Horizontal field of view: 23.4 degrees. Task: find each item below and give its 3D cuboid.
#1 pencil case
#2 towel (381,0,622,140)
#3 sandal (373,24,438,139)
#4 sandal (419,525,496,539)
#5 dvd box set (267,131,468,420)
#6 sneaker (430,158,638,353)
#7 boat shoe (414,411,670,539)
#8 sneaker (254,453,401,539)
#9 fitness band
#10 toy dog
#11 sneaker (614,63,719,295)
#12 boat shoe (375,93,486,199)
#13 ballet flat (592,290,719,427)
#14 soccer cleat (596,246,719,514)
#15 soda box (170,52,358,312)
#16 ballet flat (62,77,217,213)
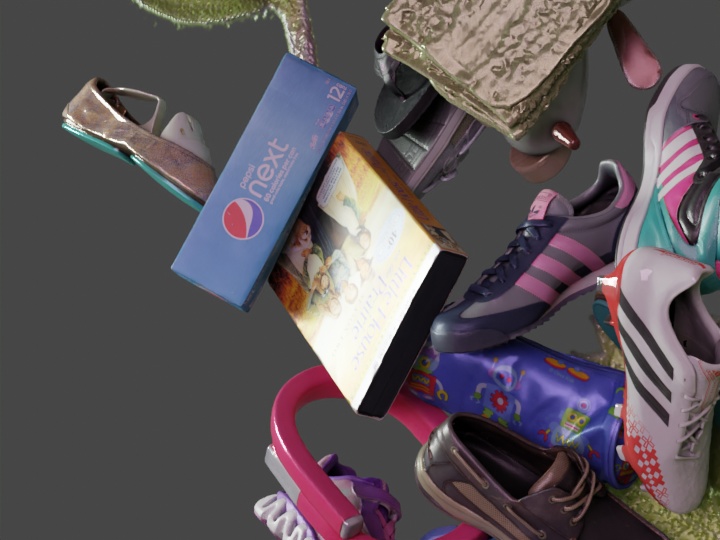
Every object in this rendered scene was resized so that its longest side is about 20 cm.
[{"bbox_3d":[0.126,0.087,1.290,0.199,0.078,0.087,23,122,28],"label":"pencil case"},{"bbox_3d":[0.118,-0.209,1.271,0.148,0.036,0.200,38,96,20],"label":"towel"},{"bbox_3d":[0.041,-0.189,1.378,0.075,0.048,0.201,-26,38,49],"label":"sandal"},{"bbox_3d":[0.115,0.242,1.255,0.199,0.087,0.080,24,92,32],"label":"sandal"},{"bbox_3d":[0.000,0.000,1.340,0.147,0.029,0.200,-63,34,19],"label":"dvd box set"},{"bbox_3d":[0.125,-0.012,1.264,0.199,0.082,0.070,-30,23,-24],"label":"sneaker"},{"bbox_3d":[0.132,0.165,1.229,0.199,0.074,0.075,24,50,7],"label":"boat shoe"},{"bbox_3d":[-0.001,0.202,1.310,0.088,0.081,0.200,-45,38,-5],"label":"sneaker"},{"bbox_3d":[0.015,0.144,1.301,0.200,0.143,0.038,48,141,36],"label":"fitness band"},{"bbox_3d":[0.167,-0.159,1.315,0.096,0.131,0.201,28,101,51],"label":"toy dog"},{"bbox_3d":[0.258,-0.067,1.233,0.120,0.084,0.201,-4,57,38],"label":"sneaker"},{"bbox_3d":[0.082,-0.127,1.374,0.203,0.065,0.074,-56,33,3],"label":"boat shoe"},{"bbox_3d":[0.254,0.070,1.250,0.063,0.069,0.200,-38,63,-17],"label":"ballet flat"},{"bbox_3d":[0.218,0.079,1.183,0.085,0.068,0.201,6,115,46],"label":"soccer cleat"},{"bbox_3d":[-0.076,-0.071,1.421,0.068,0.064,0.201,28,85,4],"label":"soda box"},{"bbox_3d":[-0.179,-0.114,1.504,0.199,0.068,0.067,31,86,28],"label":"ballet flat"}]
